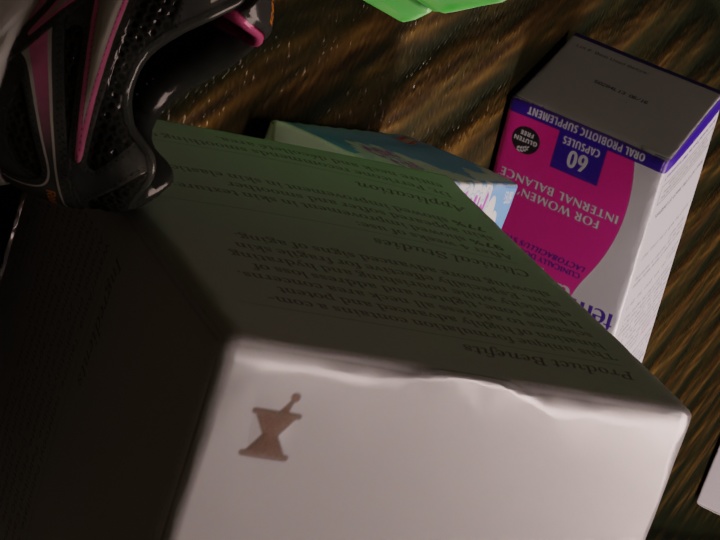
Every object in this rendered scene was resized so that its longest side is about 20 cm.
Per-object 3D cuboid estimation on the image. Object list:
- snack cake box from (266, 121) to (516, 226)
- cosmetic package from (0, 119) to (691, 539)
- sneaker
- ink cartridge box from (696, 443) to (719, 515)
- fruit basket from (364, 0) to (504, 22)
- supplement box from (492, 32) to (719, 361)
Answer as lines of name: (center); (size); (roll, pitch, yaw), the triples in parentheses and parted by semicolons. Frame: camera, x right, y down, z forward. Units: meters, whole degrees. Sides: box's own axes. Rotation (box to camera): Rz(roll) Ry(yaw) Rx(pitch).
snack cake box: (0.000, 0.000, 1.176); (0.116, 0.067, 0.200); (-68, 165, 8)
cosmetic package: (-0.026, 0.065, 0.871); (0.200, 0.166, 0.167); (49, -56, 58)
sneaker: (-0.059, -0.106, 0.825); (0.201, 0.086, 0.080); (-66, 166, -4)
ink cartridge box: (0.465, 0.213, 3.006); (0.145, 0.084, 0.200); (-69, 165, 6)
fruit basket: (0.019, -0.216, 0.906); (0.215, 0.155, 0.217); (2, 86, -37)
supplement box: (0.130, -0.020, 1.544); (0.103, 0.101, 0.201); (-46, 153, -52)
